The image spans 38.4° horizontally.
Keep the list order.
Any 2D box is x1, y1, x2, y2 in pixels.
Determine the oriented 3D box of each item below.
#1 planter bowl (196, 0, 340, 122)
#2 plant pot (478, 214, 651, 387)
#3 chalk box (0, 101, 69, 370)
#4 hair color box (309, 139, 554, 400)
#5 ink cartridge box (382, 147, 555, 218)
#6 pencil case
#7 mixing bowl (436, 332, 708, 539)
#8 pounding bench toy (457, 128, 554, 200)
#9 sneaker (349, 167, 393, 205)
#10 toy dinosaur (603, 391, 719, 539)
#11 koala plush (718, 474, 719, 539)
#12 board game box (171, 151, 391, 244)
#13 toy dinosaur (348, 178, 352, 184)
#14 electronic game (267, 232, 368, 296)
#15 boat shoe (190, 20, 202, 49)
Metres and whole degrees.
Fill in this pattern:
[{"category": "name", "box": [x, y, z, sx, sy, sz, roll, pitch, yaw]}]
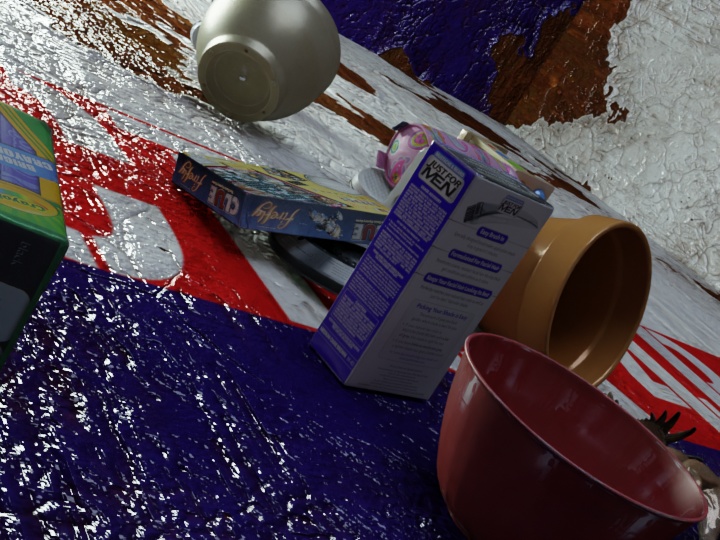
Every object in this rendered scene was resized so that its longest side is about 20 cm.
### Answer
[{"category": "planter bowl", "box": [-0.143, -0.285, 1.410, 0.200, 0.200, 0.135, 32, 42, -3]}, {"category": "plant pot", "box": [0.212, 0.024, 1.158, 0.140, 0.201, 0.200, 23, 5, 40]}, {"category": "chalk box", "box": [-0.221, -0.010, 0.482, 0.124, 0.125, 0.200, 25, 16, -28]}, {"category": "hair color box", "box": [0.058, 0.005, 0.847, 0.109, 0.200, 0.065, 16, 23, -45]}, {"category": "ink cartridge box", "box": [0.117, -0.044, 1.219, 0.200, 0.146, 0.084, 14, 26, -48]}, {"category": "pencil case", "box": [0.111, -0.119, 1.281, 0.200, 0.088, 0.087, 13, 25, -46]}, {"category": "mixing bowl", "box": [0.129, 0.146, 0.732, 0.200, 0.109, 0.200, 31, 16, -10]}, {"category": "pounding bench toy", "box": [0.200, -0.142, 1.726, 0.200, 0.124, 0.156, 16, 23, -47]}, {"category": "sneaker", "box": [0.036, -0.075, 1.283, 0.079, 0.079, 0.200, 54, 25, 19]}, {"category": "toy dinosaur", "box": [0.282, 0.187, 0.941, 0.135, 0.086, 0.200, 16, 19, -39]}, {"category": "koala plush", "box": [0.433, 0.253, 0.927, 0.183, 0.178, 0.200, 1, 31, -30]}, {"category": "board game box", "box": [-0.069, -0.069, 1.033, 0.200, 0.035, 0.135, 7, 17, -40]}, {"category": "toy dinosaur", "box": [0.076, -0.088, 1.440, 0.200, 0.058, 0.101, 33, 14, 1]}, {"category": "electronic game", "box": [0.000, 0.000, 1.046, 0.200, 0.042, 0.200, 24, 13, -6]}, {"category": "boat shoe", "box": [-0.193, -0.364, 1.743, 0.200, 0.072, 0.068, 20, 20, -18]}]
